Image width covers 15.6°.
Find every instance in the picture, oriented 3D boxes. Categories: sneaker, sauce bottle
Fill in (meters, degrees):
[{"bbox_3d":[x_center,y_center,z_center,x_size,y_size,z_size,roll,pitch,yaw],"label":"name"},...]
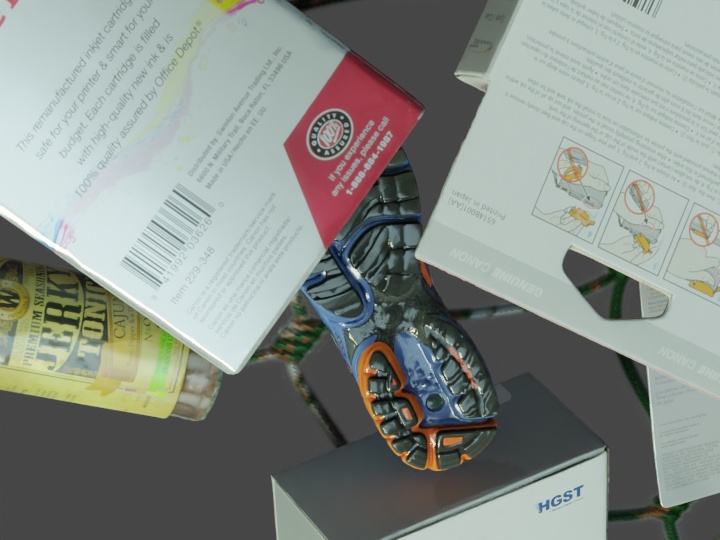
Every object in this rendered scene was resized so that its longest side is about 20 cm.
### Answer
[{"bbox_3d":[0.000,0.000,1.258,0.075,0.078,0.201,-22,108,-7],"label":"sneaker"},{"bbox_3d":[-0.164,0.027,1.254,0.199,0.065,0.065,9,122,-16],"label":"sauce bottle"}]

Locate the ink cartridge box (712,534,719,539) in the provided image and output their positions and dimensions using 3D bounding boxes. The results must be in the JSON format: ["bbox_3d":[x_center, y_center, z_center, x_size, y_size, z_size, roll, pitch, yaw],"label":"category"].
[{"bbox_3d":[0.262,0.175,1.432,0.145,0.048,0.200,37,114,-27],"label":"ink cartridge box"}]

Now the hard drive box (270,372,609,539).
[{"bbox_3d":[0.044,0.174,1.348,0.155,0.077,0.201,-19,128,-23],"label":"hard drive box"}]

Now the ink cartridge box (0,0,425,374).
[{"bbox_3d":[-0.096,-0.074,1.141,0.200,0.086,0.148,37,92,-15],"label":"ink cartridge box"}]

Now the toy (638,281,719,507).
[{"bbox_3d":[0.182,0.006,1.291,0.115,0.047,0.201,-12,104,-19],"label":"toy"}]

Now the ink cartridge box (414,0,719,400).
[{"bbox_3d":[0.133,-0.051,1.212,0.199,0.045,0.177,25,88,-22],"label":"ink cartridge box"}]
